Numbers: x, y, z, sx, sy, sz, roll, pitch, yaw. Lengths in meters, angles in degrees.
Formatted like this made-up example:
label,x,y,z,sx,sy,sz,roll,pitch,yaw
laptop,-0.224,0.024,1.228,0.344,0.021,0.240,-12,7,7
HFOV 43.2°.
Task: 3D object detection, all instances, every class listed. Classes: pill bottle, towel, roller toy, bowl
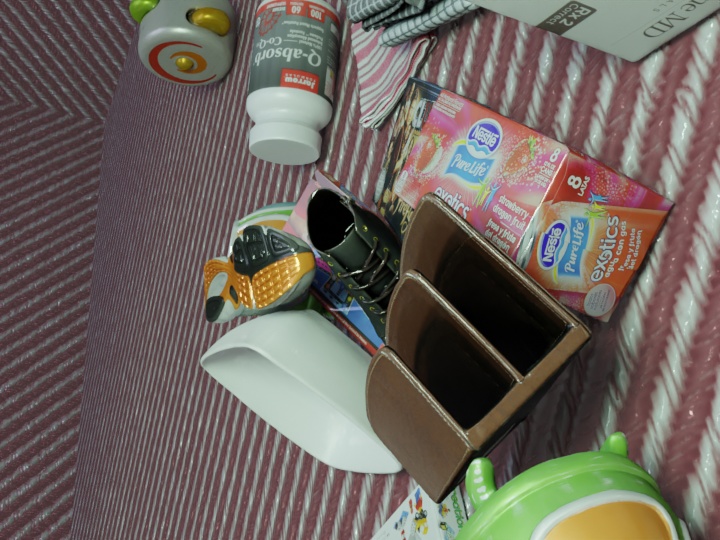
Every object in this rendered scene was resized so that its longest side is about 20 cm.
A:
label,x,y,z,sx,sy,sz,roll,pitch,yaw
pill bottle,-0.090,-0.250,1.202,0.116,0.115,0.202,-23,60,62
towel,0.031,-0.279,1.049,0.147,0.030,0.202,-53,35,44
roller toy,-0.329,-0.446,1.742,0.183,0.198,0.141,68,-158,-66
towel,0.060,-0.342,0.913,0.165,0.085,0.202,-2,72,61
bowl,-0.043,0.112,0.883,0.075,0.200,0.199,-54,14,-23

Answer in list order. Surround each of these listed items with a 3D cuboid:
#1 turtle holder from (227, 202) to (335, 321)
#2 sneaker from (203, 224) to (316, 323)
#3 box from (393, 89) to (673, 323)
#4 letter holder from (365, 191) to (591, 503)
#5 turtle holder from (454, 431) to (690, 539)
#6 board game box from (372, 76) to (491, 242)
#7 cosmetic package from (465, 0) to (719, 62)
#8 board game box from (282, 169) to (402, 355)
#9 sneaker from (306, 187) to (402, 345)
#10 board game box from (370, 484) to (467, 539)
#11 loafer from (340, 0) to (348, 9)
label,x,y,z,sx,sy,sz,roll,pitch,yaw
turtle holder,-0.085,-0.017,1.040,0.186,0.130,0.142,-98,20,-67
sneaker,-0.076,0.003,0.844,0.199,0.091,0.077,-16,78,60
box,0.116,-0.054,0.666,0.096,0.099,0.200,-64,26,12
letter holder,0.048,0.057,0.615,0.142,0.100,0.200,45,163,15
turtle holder,0.117,0.198,0.518,0.187,0.140,0.132,-63,33,28
board game box,0.060,-0.104,0.854,0.200,0.034,0.137,-118,43,-72
cosmetic package,0.150,-0.262,0.566,0.165,0.198,0.167,-28,54,60
board game box,0.000,0.000,0.873,0.200,0.019,0.103,42,109,29
sneaker,0.021,0.020,0.774,0.075,0.106,0.200,-42,64,8
board game box,0.037,0.284,0.787,0.127,0.034,0.201,-101,32,-42
loafer,-0.012,-0.369,1.105,0.201,0.071,0.063,-98,30,-61
